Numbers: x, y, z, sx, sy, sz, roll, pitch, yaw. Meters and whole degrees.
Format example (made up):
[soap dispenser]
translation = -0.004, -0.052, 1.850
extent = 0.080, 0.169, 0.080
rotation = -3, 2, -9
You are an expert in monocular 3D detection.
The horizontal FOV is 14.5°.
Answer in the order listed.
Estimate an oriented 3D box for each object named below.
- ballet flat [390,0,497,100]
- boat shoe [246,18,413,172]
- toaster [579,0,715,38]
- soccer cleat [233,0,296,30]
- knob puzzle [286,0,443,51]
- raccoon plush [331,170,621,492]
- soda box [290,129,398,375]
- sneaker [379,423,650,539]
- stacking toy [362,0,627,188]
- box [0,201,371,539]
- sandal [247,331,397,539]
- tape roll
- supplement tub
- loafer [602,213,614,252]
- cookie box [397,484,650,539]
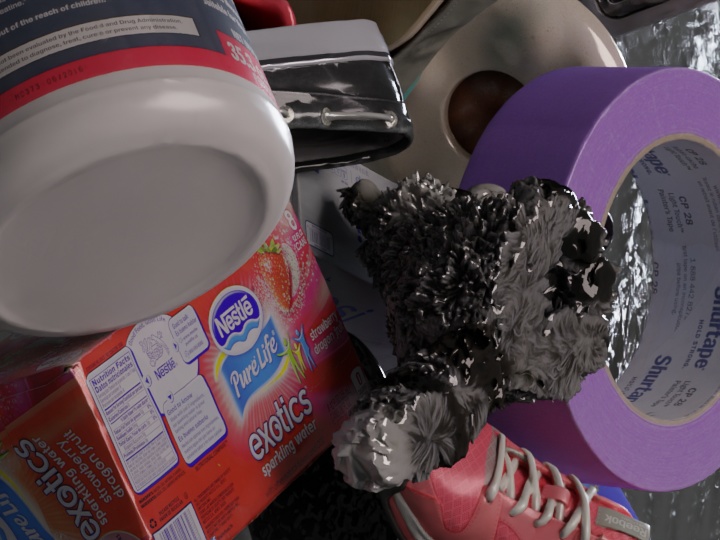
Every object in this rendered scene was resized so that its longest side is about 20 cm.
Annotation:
[ballet flat]
translation = 0.018, -0.128, 1.333
extent = 0.064, 0.200, 0.067
rotation = 29, 29, -41
[boat shoe]
translation = -0.064, -0.057, 1.213
extent = 0.199, 0.074, 0.068
rotation = -11, 72, -39
[toaster]
translation = 0.174, -0.243, 1.640
extent = 0.181, 0.200, 0.119
rotation = 65, 26, -14
[soccer cleat]
translation = -0.108, -0.112, 1.222
extent = 0.200, 0.073, 0.068
rotation = 8, 69, -57
[knob puzzle]
translation = -0.018, -0.179, 1.303
extent = 0.030, 0.219, 0.220
rotation = -8, 82, -57
[raccoon plush]
translation = 0.013, 0.014, 1.201
extent = 0.200, 0.134, 0.097
rotation = -25, 112, -45
[soda box]
translation = 0.000, 0.000, 1.349
extent = 0.200, 0.068, 0.064
rotation = 27, 51, -52
[sneaker]
translation = 0.083, 0.111, 1.265
extent = 0.200, 0.087, 0.074
rotation = 49, 38, -32
[stacking toy]
translation = 0.085, -0.095, 1.502
extent = 0.200, 0.146, 0.146
rotation = -42, 112, -72
[box]
translation = -0.087, 0.056, 1.147
extent = 0.200, 0.095, 0.100
rotation = -41, 111, -59
[sandal]
translation = -0.012, 0.128, 1.278
extent = 0.048, 0.075, 0.201
rotation = 36, 48, -82
[tape roll]
translation = 0.126, 0.003, 1.350
extent = 0.200, 0.066, 0.201
rotation = -5, 97, -49
[supplement tub]
translation = -0.118, -0.089, 1.055
extent = 0.140, 0.140, 0.200
rotation = 25, 36, -52
[loafer]
translation = 0.107, -0.023, 1.538
extent = 0.068, 0.070, 0.201
rotation = 53, 35, -28
[cookie box]
translation = 0.085, 0.178, 1.391
extent = 0.200, 0.075, 0.171
rotation = 59, 33, -20
